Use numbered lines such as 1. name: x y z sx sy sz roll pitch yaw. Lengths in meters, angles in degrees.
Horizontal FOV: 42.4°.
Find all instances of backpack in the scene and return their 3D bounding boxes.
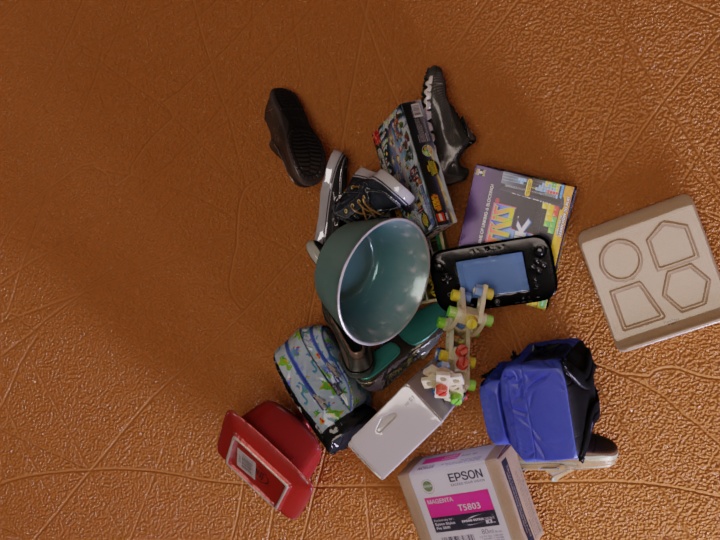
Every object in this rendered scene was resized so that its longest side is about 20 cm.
1. backpack: -0.062 0.192 1.586 0.199 0.163 0.154 40 98 17
2. backpack: 0.283 0.186 1.438 0.166 0.199 0.165 -2 101 27

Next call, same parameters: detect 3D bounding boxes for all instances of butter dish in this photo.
1. butter dish: -0.137 0.306 1.626 0.199 0.148 0.201 39 147 10

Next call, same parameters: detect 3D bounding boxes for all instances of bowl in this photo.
1. bowl: 0.006 0.004 1.442 0.104 0.199 0.204 22 104 43

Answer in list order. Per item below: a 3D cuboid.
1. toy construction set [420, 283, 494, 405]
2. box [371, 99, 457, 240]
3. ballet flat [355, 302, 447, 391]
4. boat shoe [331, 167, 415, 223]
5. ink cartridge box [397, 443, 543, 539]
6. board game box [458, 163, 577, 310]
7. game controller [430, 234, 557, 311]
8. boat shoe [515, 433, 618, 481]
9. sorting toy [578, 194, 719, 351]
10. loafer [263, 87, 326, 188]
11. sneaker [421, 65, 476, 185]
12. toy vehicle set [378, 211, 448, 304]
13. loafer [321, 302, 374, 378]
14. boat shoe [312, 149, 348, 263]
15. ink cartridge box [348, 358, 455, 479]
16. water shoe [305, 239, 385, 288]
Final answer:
1. toy construction set: 0.151 0.126 1.428 0.091 0.201 0.132 25 140 0
2. box: 0.083 -0.150 1.479 0.039 0.137 0.203 -13 81 -21
3. ballet flat: 0.076 0.133 1.566 0.199 0.072 0.072 -38 83 -9
4. boat shoe: 0.017 -0.105 1.467 0.071 0.200 0.091 39 85 -19
5. ink cartridge box: 0.179 0.384 1.531 0.198 0.075 0.167 -19 95 34
6. board game box: 0.246 -0.056 1.499 0.163 0.057 0.203 14 100 16
7. game controller: 0.209 0.007 1.468 0.197 0.042 0.106 -9 94 21
8. boat shoe: 0.320 0.306 1.512 0.197 0.071 0.077 1 105 29
9. sorting toy: 0.457 0.005 1.450 0.183 0.036 0.203 -20 85 19
10. loafer: -0.115 -0.216 1.581 0.071 0.072 0.202 -51 48 44
11. sneaker: 0.143 -0.232 1.514 0.089 0.066 0.204 -1 87 2
12. toy vehicle set: 0.085 -0.043 1.570 0.122 0.026 0.203 -12 92 19
13. loafer: -0.020 0.082 1.550 0.071 0.063 0.202 -15 51 -7
14. boat shoe: -0.035 -0.101 1.584 0.065 0.070 0.203 12 100 9
15. ink cartridge box: 0.079 0.237 1.509 0.085 0.200 0.145 45 107 9
16. water shoe: 0.000 0.000 1.552 0.199 0.072 0.079 39 94 -5
